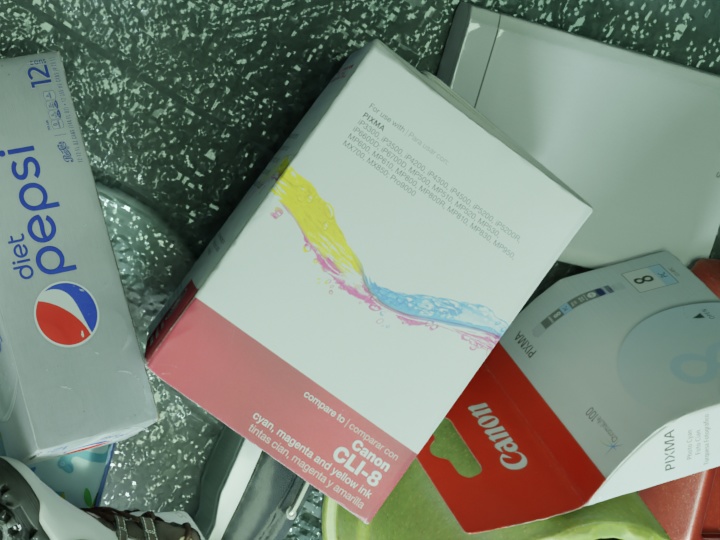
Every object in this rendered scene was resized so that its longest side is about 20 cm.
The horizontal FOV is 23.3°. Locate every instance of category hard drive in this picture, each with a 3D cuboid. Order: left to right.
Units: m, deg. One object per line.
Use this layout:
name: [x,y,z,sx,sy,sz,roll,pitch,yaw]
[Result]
hard drive: [0.132,-0.070,1.044,0.199,0.027,0.133,12,102,-21]

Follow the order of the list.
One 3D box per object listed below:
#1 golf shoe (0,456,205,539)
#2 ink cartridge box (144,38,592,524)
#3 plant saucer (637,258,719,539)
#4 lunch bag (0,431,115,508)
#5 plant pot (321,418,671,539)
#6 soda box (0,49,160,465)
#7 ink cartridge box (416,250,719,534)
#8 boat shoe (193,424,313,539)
golf shoe: [-0.136,0.148,0.916,0.095,0.077,0.200,-53,134,-27]
ink cartridge box: [0.000,0.000,0.927,0.144,0.145,0.200,36,91,-7]
plant saucer: [0.277,0.099,1.119,0.199,0.037,0.201,4,103,-29]
lunch bag: [-0.227,0.127,0.953,0.160,0.082,0.201,11,102,-22]
plant pot: [0.097,0.169,1.016,0.199,0.184,0.202,-5,106,-17]
soda box: [-0.167,-0.006,0.894,0.068,0.063,0.201,-13,82,-27]
ink cartridge box: [0.122,0.062,0.982,0.199,0.160,0.047,-13,121,-14]
boat shoe: [-0.080,0.176,1.019,0.060,0.076,0.201,24,98,-17]
